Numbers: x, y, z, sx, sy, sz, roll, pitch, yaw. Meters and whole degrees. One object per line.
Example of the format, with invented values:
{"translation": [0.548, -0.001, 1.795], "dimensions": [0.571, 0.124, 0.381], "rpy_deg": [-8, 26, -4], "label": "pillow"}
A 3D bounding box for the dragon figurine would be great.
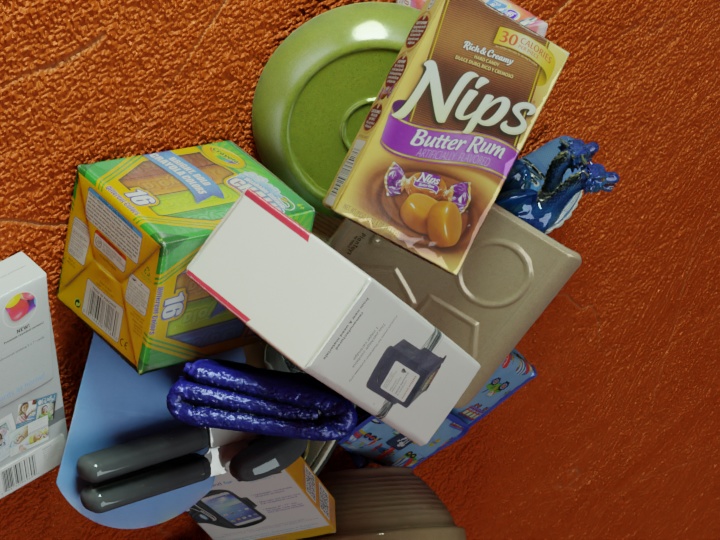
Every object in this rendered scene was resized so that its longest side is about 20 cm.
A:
{"translation": [0.123, -0.058, 1.445], "dimensions": [0.198, 0.059, 0.100], "rpy_deg": [-9, 133, -4], "label": "dragon figurine"}

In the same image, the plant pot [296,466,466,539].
{"translation": [0.006, 0.251, 1.696], "dimensions": [0.200, 0.200, 0.094], "rpy_deg": [8, 72, -50], "label": "plant pot"}

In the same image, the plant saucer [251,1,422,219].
{"translation": [0.010, -0.123, 1.382], "dimensions": [0.198, 0.031, 0.202], "rpy_deg": [-4, 121, -6], "label": "plant saucer"}

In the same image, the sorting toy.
{"translation": [0.061, 0.009, 1.426], "dimensions": [0.199, 0.037, 0.186], "rpy_deg": [28, 116, -18], "label": "sorting toy"}

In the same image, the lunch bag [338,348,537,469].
{"translation": [0.058, 0.126, 1.708], "dimensions": [0.200, 0.094, 0.150], "rpy_deg": [-46, 147, 11], "label": "lunch bag"}

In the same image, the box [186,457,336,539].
{"translation": [-0.109, 0.197, 1.549], "dimensions": [0.118, 0.042, 0.200], "rpy_deg": [-12, 143, 13], "label": "box"}

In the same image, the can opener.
{"translation": [-0.136, 0.157, 1.393], "dimensions": [0.199, 0.067, 0.054], "rpy_deg": [-14, 107, -35], "label": "can opener"}

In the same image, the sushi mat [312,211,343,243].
{"translation": [0.000, 0.000, 1.467], "dimensions": [0.199, 0.012, 0.096], "rpy_deg": [32, 79, -15], "label": "sushi mat"}

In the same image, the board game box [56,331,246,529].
{"translation": [-0.184, 0.117, 1.417], "dimensions": [0.157, 0.039, 0.202], "rpy_deg": [11, 97, -40], "label": "board game box"}

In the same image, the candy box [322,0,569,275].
{"translation": [0.067, -0.113, 1.326], "dimensions": [0.116, 0.056, 0.201], "rpy_deg": [27, 90, -16], "label": "candy box"}

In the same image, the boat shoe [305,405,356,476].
{"translation": [-0.021, 0.122, 1.610], "dimensions": [0.067, 0.072, 0.201], "rpy_deg": [8, 110, -50], "label": "boat shoe"}

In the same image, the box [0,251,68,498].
{"translation": [-0.308, 0.103, 1.300], "dimensions": [0.155, 0.041, 0.201], "rpy_deg": [-30, 139, -31], "label": "box"}

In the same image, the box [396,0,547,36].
{"translation": [0.077, -0.143, 1.472], "dimensions": [0.094, 0.102, 0.201], "rpy_deg": [-14, 130, -41], "label": "box"}

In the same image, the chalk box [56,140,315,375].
{"translation": [-0.122, -0.018, 1.336], "dimensions": [0.199, 0.124, 0.125], "rpy_deg": [-16, 131, -42], "label": "chalk box"}

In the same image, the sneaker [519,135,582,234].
{"translation": [0.145, -0.071, 1.629], "dimensions": [0.200, 0.078, 0.089], "rpy_deg": [-39, 145, -19], "label": "sneaker"}

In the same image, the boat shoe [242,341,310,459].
{"translation": [-0.090, 0.107, 1.523], "dimensions": [0.072, 0.068, 0.200], "rpy_deg": [-43, 143, -12], "label": "boat shoe"}

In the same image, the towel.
{"translation": [-0.075, 0.098, 1.317], "dimensions": [0.200, 0.146, 0.050], "rpy_deg": [160, -64, -88], "label": "towel"}

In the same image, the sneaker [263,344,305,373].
{"translation": [-0.001, 0.046, 1.509], "dimensions": [0.199, 0.077, 0.079], "rpy_deg": [-30, 94, -28], "label": "sneaker"}

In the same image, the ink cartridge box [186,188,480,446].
{"translation": [-0.017, 0.039, 1.271], "dimensions": [0.085, 0.144, 0.200], "rpy_deg": [-53, 145, -1], "label": "ink cartridge box"}
